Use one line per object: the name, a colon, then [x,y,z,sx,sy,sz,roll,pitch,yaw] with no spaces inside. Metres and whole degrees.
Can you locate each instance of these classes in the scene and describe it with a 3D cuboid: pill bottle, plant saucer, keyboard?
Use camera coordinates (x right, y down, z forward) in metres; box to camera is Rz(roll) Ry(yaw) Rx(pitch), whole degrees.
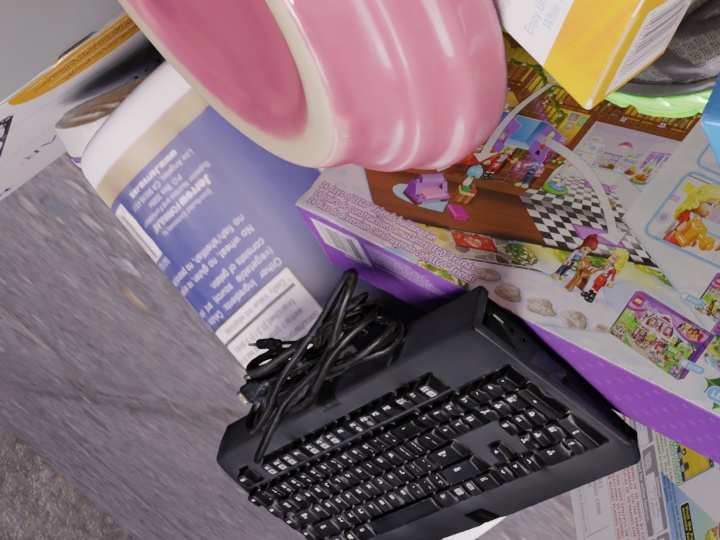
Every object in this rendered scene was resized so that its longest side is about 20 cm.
pill bottle: [0.000,0.000,0.869,0.200,0.111,0.111,49,165,0]
plant saucer: [-0.039,-0.105,0.708,0.201,0.051,0.201,45,165,16]
keyboard: [0.001,0.061,0.789,0.104,0.040,0.200,41,148,-10]

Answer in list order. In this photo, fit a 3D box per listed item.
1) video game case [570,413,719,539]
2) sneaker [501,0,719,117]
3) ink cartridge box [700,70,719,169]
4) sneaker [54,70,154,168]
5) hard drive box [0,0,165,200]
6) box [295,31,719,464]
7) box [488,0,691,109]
video game case: [0.119,0.059,0.842,0.022,0.202,0.182,-1,163,-20]
sneaker: [0.066,-0.106,0.707,0.199,0.077,0.084,21,155,39]
ink cartridge box: [0.198,-0.016,0.590,0.199,0.067,0.116,12,152,32]
sneaker: [-0.061,-0.036,1.021,0.115,0.072,0.200,68,-164,-2]
hard drive box: [-0.157,-0.091,1.006,0.077,0.155,0.200,54,-178,1]
box: [0.095,-0.026,0.750,0.199,0.137,0.039,28,161,37]
box: [0.021,-0.152,0.640,0.200,0.041,0.119,48,151,15]
